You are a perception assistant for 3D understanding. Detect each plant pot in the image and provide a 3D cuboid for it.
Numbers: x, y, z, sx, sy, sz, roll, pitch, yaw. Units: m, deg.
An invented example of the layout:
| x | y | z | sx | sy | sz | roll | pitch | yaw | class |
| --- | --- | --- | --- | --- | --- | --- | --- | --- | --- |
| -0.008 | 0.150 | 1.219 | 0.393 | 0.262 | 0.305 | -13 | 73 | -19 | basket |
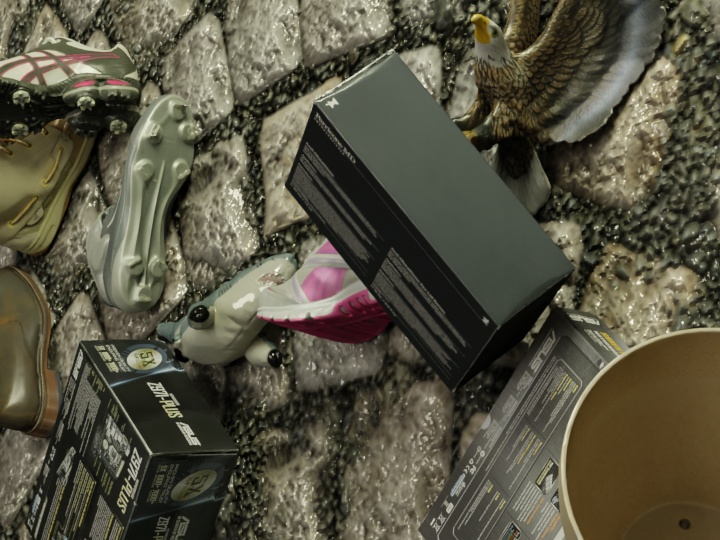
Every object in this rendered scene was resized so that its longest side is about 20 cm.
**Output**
| x | y | z | sx | sy | sz | roll | pitch | yaw | class |
| --- | --- | --- | --- | --- | --- | --- | --- | --- | --- |
| 0.208 | 0.154 | 1.199 | 0.135 | 0.199 | 0.201 | 97 | 162 | -59 | plant pot |

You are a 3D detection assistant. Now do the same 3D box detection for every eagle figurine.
| x | y | z | sx | sy | sz | roll | pitch | yaw | class |
| --- | --- | --- | --- | --- | --- | --- | --- | --- | --- |
| 0.119 | -0.152 | 1.451 | 0.152 | 0.151 | 0.200 | 40 | 78 | 7 | eagle figurine |

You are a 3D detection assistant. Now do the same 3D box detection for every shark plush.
| x | y | z | sx | sy | sz | roll | pitch | yaw | class |
| --- | --- | --- | --- | --- | --- | --- | --- | --- | --- |
| -0.114 | 0.043 | 1.727 | 0.200 | 0.090 | 0.084 | -39 | 28 | 63 | shark plush |

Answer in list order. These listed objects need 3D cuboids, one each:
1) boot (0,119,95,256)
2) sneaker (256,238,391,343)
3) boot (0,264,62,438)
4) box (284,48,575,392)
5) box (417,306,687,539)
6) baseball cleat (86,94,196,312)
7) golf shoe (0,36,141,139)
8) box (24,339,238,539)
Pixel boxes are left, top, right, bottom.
| x | y | z | sx | sy | sz | roll | pitch | yaw | class |
| --- | --- | --- | --- | --- | --- | --- | --- | --- | --- |
| -0.348 | -0.123 | 1.956 | 0.073 | 0.155 | 0.201 | 34 | 105 | 49 | boot |
| 0.000 | 0.000 | 1.567 | 0.199 | 0.081 | 0.089 | -16 | 66 | 38 | sneaker |
| -0.355 | 0.067 | 1.952 | 0.075 | 0.097 | 0.201 | -47 | 47 | 31 | boot |
| 0.044 | -0.032 | 1.406 | 0.200 | 0.079 | 0.141 | 51 | 160 | 10 | box |
| 0.139 | 0.151 | 1.369 | 0.158 | 0.048 | 0.201 | 48 | 116 | 45 | box |
| -0.210 | -0.064 | 1.840 | 0.106 | 0.069 | 0.201 | 9 | 85 | 51 | baseball cleat |
| -0.309 | -0.177 | 1.911 | 0.077 | 0.199 | 0.089 | 110 | 158 | -49 | golf shoe |
| -0.198 | 0.185 | 1.708 | 0.164 | 0.086 | 0.201 | 49 | 128 | 46 | box |
